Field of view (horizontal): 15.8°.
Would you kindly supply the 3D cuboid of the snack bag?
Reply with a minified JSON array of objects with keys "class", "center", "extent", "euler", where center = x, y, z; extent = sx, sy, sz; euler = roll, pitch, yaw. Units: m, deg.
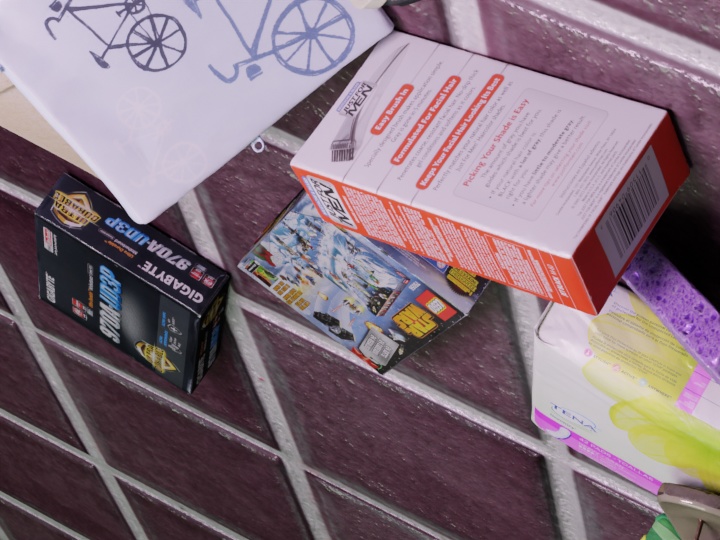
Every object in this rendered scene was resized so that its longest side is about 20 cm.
[{"class":"snack bag","center":[-0.102,-0.139,1.483],"extent":[0.189,0.200,0.021],"euler":[49,-178,-36]}]

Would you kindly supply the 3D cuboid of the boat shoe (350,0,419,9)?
[{"class":"boat shoe","center":[0.058,-0.190,1.326],"extent":[0.068,0.072,0.200],"euler":[3,162,-24]}]

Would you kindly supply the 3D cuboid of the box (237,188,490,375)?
[{"class":"box","center":[0.000,0.000,1.823],"extent":[0.137,0.040,0.200],"euler":[38,159,-5]}]

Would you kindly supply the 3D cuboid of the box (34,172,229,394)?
[{"class":"box","center":[-0.188,0.014,2.120],"extent":[0.159,0.046,0.200],"euler":[32,159,6]}]

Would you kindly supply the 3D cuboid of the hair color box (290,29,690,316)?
[{"class":"hair color box","center":[0.074,-0.059,1.491],"extent":[0.200,0.111,0.064],"euler":[21,155,33]}]

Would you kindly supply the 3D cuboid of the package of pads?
[{"class":"package of pads","center":[0.205,0.092,1.679],"extent":[0.200,0.068,0.155],"euler":[28,158,15]}]

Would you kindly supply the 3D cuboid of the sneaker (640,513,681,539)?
[{"class":"sneaker","center":[0.288,0.214,1.805],"extent":[0.200,0.084,0.074],"euler":[12,175,8]}]

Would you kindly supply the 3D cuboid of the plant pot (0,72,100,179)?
[{"class":"plant pot","center":[-0.175,-0.151,1.588],"extent":[0.200,0.201,0.183],"euler":[12,161,45]}]

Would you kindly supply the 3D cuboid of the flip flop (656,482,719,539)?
[{"class":"flip flop","center":[0.237,0.209,1.700],"extent":[0.081,0.058,0.200],"euler":[15,144,29]}]

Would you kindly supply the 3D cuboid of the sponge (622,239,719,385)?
[{"class":"sponge","center":[0.203,0.041,1.504],"extent":[0.112,0.030,0.200],"euler":[46,-175,-28]}]
